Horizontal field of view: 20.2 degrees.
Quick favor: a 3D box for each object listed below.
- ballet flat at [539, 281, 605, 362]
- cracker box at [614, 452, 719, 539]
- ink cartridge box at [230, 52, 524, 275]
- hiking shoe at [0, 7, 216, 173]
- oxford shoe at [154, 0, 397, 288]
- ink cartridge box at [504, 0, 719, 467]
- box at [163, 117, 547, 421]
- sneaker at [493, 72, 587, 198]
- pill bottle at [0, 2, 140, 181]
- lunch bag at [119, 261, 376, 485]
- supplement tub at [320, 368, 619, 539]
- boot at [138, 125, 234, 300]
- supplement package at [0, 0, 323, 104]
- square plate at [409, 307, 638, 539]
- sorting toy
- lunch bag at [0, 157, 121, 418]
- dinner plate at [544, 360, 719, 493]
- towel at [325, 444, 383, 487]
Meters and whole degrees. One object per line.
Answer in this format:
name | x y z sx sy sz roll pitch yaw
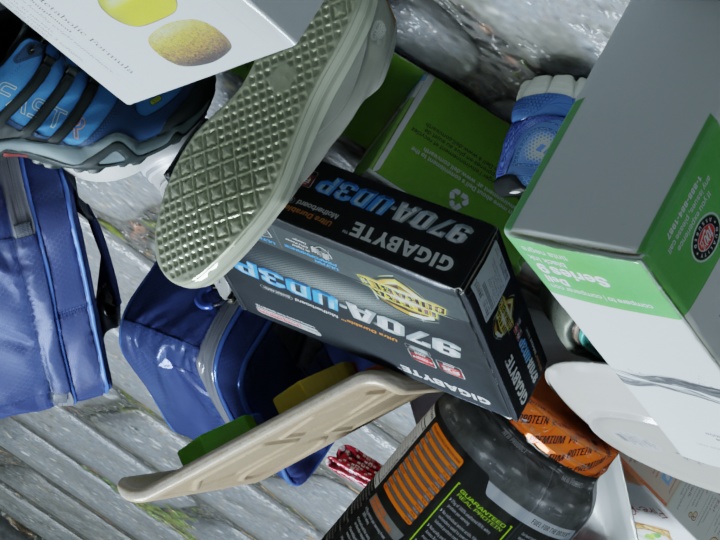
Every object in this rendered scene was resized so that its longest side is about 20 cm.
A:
ballet flat | 0.178 0.046 1.220 0.200 0.067 0.064 36 -166 -41
cracker box | 0.199 0.158 1.451 0.134 0.058 0.200 4 147 52
ink cartridge box | 0.004 -0.064 1.176 0.200 0.076 0.148 31 160 -4
hiking shoe | -0.168 -0.103 1.104 0.074 0.199 0.087 52 144 40
oxford shoe | -0.041 -0.074 1.076 0.075 0.200 0.058 39 -168 33
ink cartridge box | 0.173 -0.011 0.953 0.084 0.146 0.200 11 152 43
box | 0.000 0.000 1.154 0.199 0.046 0.159 22 158 25
sneaker | 0.146 -0.014 1.071 0.200 0.089 0.078 36 160 -18
pill bottle | -0.181 -0.143 1.203 0.109 0.110 0.200 21 157 27
lunch bag | -0.071 0.052 1.452 0.132 0.136 0.200 20 156 26
supplement tub | 0.065 0.157 1.281 0.122 0.200 0.123 36 -164 -12
boot | -0.080 -0.034 1.265 0.073 0.096 0.200 -20 171 11
supplement package | -0.091 -0.171 1.006 0.114 0.110 0.200 38 159 -21
square plate | 0.097 0.106 1.392 0.200 0.028 0.199 15 130 46
sorting toy | -0.039 0.098 1.305 0.037 0.199 0.185 69 -163 9
lunch bag | -0.230 0.006 1.346 0.136 0.132 0.201 -114 13 -52
dinner plate | 0.199 0.102 1.181 0.200 0.024 0.200 23 167 6
towel | 0.072 0.175 1.418 0.199 0.023 0.145 25 173 7
